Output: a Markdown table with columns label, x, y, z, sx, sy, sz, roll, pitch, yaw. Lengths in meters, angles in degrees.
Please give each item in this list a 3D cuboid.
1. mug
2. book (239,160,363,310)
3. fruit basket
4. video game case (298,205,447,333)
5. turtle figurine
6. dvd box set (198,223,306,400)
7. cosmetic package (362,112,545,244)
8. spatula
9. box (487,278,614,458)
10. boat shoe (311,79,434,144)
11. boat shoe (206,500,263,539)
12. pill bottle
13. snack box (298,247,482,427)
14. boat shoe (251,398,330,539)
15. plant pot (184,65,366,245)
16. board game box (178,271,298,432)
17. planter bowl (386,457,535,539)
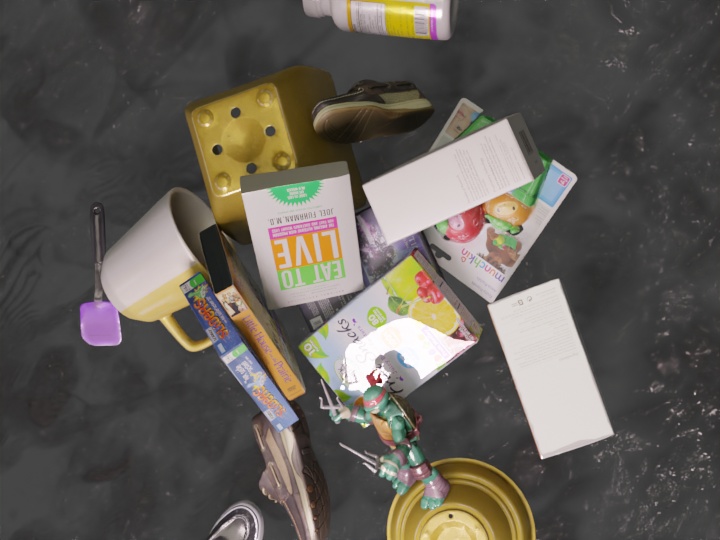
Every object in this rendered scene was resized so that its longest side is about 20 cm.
| label | x | y | z | sx | sy | sz | roll | pitch | yaw |
| --- | --- | --- | --- | --- | --- | --- | --- | --- | --- |
| mug | -0.259 | 0.007 | 1.577 | 0.152 | 0.149 | 0.188 | -32 | 65 | 16 |
| book | -0.069 | -0.045 | 1.474 | 0.132 | 0.201 | 0.048 | -9 | 45 | 0 |
| fruit basket | 0.151 | -0.091 | 1.525 | 0.185 | 0.094 | 0.201 | 37 | 99 | 10 |
| video game case | 0.000 | 0.000 | 1.561 | 0.198 | 0.019 | 0.144 | -24 | 96 | 17 |
| turtle figurine | 0.034 | 0.210 | 1.482 | 0.100 | 0.150 | 0.201 | -36 | 120 | -2 |
| dvd box set | -0.138 | 0.053 | 1.501 | 0.029 | 0.147 | 0.201 | -28 | 127 | 2 |
| cosmetic package | 0.114 | -0.114 | 1.439 | 0.198 | 0.108 | 0.086 | -25 | 94 | 21 |
| spatula | -0.369 | 0.005 | 1.658 | 0.056 | 0.021 | 0.203 | -3 | 86 | -2 |
| box | 0.242 | 0.121 | 1.485 | 0.097 | 0.124 | 0.202 | -20 | 84 | 10 |
| boat shoe | 0.009 | -0.212 | 1.521 | 0.072 | 0.199 | 0.066 | -50 | 62 | 41 |
| boat shoe | -0.200 | 0.404 | 1.591 | 0.071 | 0.068 | 0.201 | 35 | 95 | 10 |
| pill bottle | 0.028 | -0.364 | 1.549 | 0.198 | 0.104 | 0.106 | 8 | 90 | 11 |
| snack box | 0.039 | 0.089 | 1.534 | 0.199 | 0.053 | 0.143 | -38 | 93 | 17 |
| boat shoe | -0.095 | 0.276 | 1.580 | 0.073 | 0.074 | 0.202 | -20 | 76 | 20 |
| plant pot | -0.124 | -0.158 | 1.525 | 0.192 | 0.200 | 0.198 | -17 | 85 | 10 |
| board game box | -0.153 | 0.107 | 1.503 | 0.034 | 0.201 | 0.136 | -33 | 51 | -5 |
| planter bowl | 0.125 | 0.349 | 1.522 | 0.198 | 0.083 | 0.203 | 0 | 89 | 11 |
